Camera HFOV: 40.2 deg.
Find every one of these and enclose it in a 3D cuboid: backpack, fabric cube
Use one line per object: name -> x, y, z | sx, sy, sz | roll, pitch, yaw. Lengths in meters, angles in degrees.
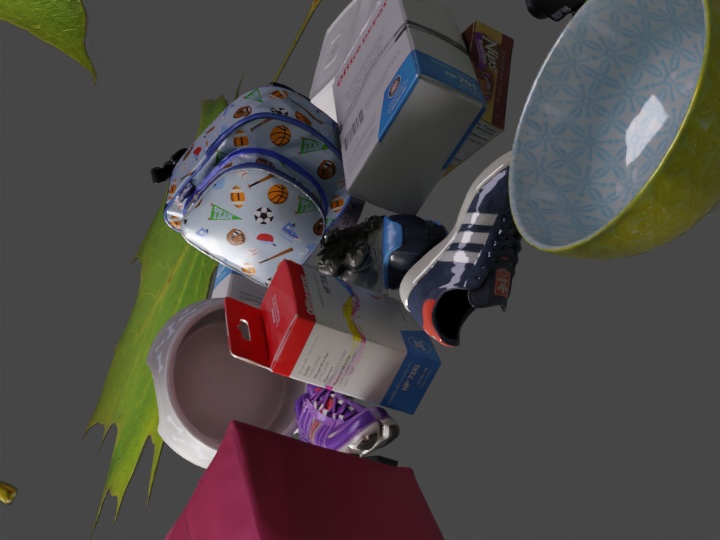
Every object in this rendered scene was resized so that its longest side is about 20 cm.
backpack -> -0.101, -0.093, 1.057 | 0.191, 0.199, 0.155 | -51, 28, 21
fabric cube -> -0.045, 0.276, 0.795 | 0.201, 0.194, 0.200 | -60, 29, 20

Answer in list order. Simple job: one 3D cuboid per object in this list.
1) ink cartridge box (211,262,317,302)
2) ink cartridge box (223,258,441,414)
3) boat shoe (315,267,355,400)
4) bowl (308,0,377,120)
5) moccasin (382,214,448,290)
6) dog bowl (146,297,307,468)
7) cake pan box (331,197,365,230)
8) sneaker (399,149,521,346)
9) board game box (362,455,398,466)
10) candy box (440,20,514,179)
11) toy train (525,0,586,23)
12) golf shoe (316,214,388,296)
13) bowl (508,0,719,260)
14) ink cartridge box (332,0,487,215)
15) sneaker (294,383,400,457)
ink cartridge box -> -0.119, 0.087, 1.232 | 0.086, 0.145, 0.202 | -31, 44, 59
ink cartridge box -> -0.030, 0.059, 0.975 | 0.068, 0.198, 0.117 | -62, 22, 20
boat shoe -> -0.038, 0.078, 1.164 | 0.062, 0.071, 0.201 | -57, 26, 34
bowl -> -0.009, -0.306, 1.426 | 0.200, 0.074, 0.202 | -26, 48, 64
moccasin -> 0.057, -0.012, 0.991 | 0.200, 0.067, 0.082 | 5, -95, -88
dog bowl -> -0.143, 0.124, 1.117 | 0.059, 0.198, 0.203 | -30, 44, 62
cake pan box -> -0.005, -0.156, 1.239 | 0.184, 0.052, 0.203 | 122, 161, -74
sneaker -> 0.118, -0.015, 0.867 | 0.201, 0.074, 0.085 | -55, 44, 26
board game box -> -0.027, 0.267, 1.029 | 0.200, 0.028, 0.137 | -27, 47, 62
candy box -> 0.088, -0.169, 1.083 | 0.200, 0.056, 0.118 | -35, 40, 56
toy train -> 0.214, -0.283, 0.836 | 0.115, 0.085, 0.200 | -64, 16, -18
golf shoe -> 0.000, 0.000, 1.133 | 0.077, 0.098, 0.200 | -17, 16, 16
bowl -> 0.198, -0.090, 0.657 | 0.201, 0.107, 0.202 | -52, 27, 40
ink cartridge box -> 0.043, -0.179, 1.007 | 0.147, 0.085, 0.201 | -56, 25, 33
sneaker -> -0.029, 0.155, 1.019 | 0.200, 0.080, 0.084 | -20, 91, 64
